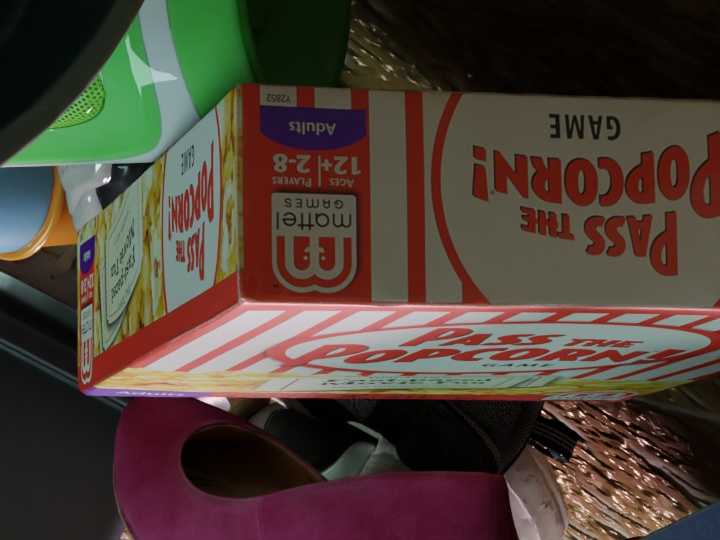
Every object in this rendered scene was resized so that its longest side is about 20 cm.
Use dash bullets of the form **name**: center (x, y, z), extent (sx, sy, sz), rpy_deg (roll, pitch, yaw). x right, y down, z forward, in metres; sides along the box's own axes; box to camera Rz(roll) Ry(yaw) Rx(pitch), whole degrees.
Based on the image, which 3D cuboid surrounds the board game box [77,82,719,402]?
- **board game box**: center (0.023, -0.002, 0.677), extent (0.150, 0.047, 0.200), rpy_deg (1, 172, -14)

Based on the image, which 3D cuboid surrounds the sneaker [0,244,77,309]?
- **sneaker**: center (-0.099, -0.018, 1.014), extent (0.099, 0.075, 0.200), rpy_deg (10, 161, 41)

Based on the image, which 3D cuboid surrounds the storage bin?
- **storage bin**: center (-0.159, 0.076, 1.024), extent (0.145, 0.135, 0.200), rpy_deg (29, 164, -23)

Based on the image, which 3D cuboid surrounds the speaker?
- **speaker**: center (-0.107, -0.066, 0.694), extent (0.199, 0.089, 0.089), rpy_deg (-1, 151, 20)

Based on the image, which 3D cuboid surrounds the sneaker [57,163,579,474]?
- **sneaker**: center (0.000, 0.000, 0.831), extent (0.113, 0.076, 0.200), rpy_deg (24, 168, 32)

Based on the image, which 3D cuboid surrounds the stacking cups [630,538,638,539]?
- **stacking cups**: center (0.076, 0.117, 0.930), extent (0.060, 0.061, 0.200), rpy_deg (40, 150, -20)

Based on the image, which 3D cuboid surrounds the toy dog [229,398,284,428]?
- **toy dog**: center (-0.058, 0.125, 1.148), extent (0.132, 0.200, 0.096), rpy_deg (55, -170, 18)

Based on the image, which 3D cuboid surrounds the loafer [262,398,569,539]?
- **loafer**: center (-0.005, 0.046, 0.981), extent (0.200, 0.070, 0.070), rpy_deg (43, 163, -30)

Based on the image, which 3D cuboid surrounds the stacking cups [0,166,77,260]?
- **stacking cups**: center (-0.119, -0.023, 0.843), extent (0.060, 0.061, 0.199), rpy_deg (22, -165, 40)

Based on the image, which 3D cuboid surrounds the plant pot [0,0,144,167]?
- **plant pot**: center (-0.164, -0.094, 0.563), extent (0.200, 0.201, 0.187), rpy_deg (42, 151, -26)

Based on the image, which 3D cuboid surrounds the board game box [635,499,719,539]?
- **board game box**: center (0.075, 0.108, 0.743), extent (0.037, 0.151, 0.200), rpy_deg (57, 150, 19)

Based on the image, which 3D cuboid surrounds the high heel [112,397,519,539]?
- **high heel**: center (-0.016, 0.059, 0.857), extent (0.067, 0.097, 0.200), rpy_deg (2, -156, -26)
